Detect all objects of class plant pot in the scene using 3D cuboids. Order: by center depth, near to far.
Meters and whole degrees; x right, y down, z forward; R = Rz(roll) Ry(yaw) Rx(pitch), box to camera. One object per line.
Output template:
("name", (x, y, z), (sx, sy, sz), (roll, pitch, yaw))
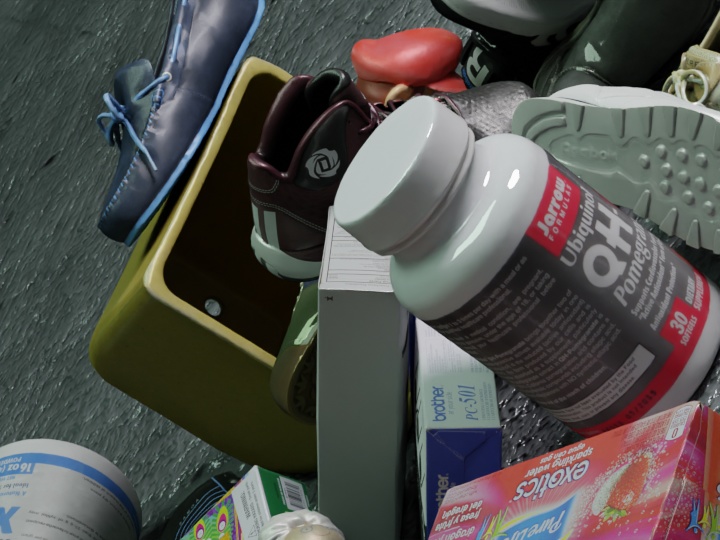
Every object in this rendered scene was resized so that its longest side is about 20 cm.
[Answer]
("plant pot", (-0.068, 0.021, 1.762), (0.200, 0.194, 0.196), (-38, 25, 53))

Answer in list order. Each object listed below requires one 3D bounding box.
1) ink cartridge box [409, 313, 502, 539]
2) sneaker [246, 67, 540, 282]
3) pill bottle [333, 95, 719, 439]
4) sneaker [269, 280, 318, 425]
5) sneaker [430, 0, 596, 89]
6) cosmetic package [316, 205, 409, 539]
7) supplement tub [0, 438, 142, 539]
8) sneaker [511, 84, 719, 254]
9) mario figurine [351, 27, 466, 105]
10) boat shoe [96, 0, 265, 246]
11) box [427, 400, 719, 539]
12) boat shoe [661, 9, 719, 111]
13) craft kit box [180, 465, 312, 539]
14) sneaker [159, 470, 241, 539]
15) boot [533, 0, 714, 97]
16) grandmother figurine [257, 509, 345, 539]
("ink cartridge box", (0.052, 0.072, 1.527), (0.200, 0.044, 0.094), (-93, 2, -60))
("sneaker", (0.020, -0.081, 1.552), (0.200, 0.116, 0.076), (-31, 45, -18))
("pill bottle", (0.086, -0.002, 1.409), (0.111, 0.200, 0.111), (-44, 23, 24))
("sneaker", (0.000, 0.000, 1.649), (0.200, 0.067, 0.090), (-53, 39, -8))
("sneaker", (0.090, -0.151, 1.741), (0.200, 0.073, 0.112), (-9, -32, -52))
("cosmetic package", (0.002, 0.069, 1.546), (0.083, 0.050, 0.201), (-80, -7, -53))
("supplement tub", (-0.231, 0.227, 1.865), (0.132, 0.132, 0.200), (-41, 23, 33))
("sneaker", (0.176, -0.064, 1.451), (0.200, 0.080, 0.077), (23, 117, 41))
("mario figurine", (0.024, -0.076, 1.899), (0.123, 0.106, 0.200), (36, 102, 35))
("boat shoe", (-0.129, -0.106, 1.704), (0.084, 0.069, 0.200), (-45, 19, 55))
("box", (0.117, 0.144, 1.250), (0.200, 0.100, 0.096), (-26, 34, 52))
("boat shoe", (0.216, -0.134, 1.531), (0.201, 0.063, 0.073), (-52, 20, 5))
("craft kit box", (-0.086, 0.248, 1.542), (0.198, 0.048, 0.200), (-48, 39, 26))
("sneaker", (-0.075, 0.162, 1.705), (0.200, 0.070, 0.078), (-24, 42, 57))
("boot", (0.141, -0.085, 1.614), (0.182, 0.072, 0.200), (-55, 7, 43))
("grandmother figurine", (0.009, 0.180, 1.418), (0.200, 0.121, 0.061), (31, 103, 52))
